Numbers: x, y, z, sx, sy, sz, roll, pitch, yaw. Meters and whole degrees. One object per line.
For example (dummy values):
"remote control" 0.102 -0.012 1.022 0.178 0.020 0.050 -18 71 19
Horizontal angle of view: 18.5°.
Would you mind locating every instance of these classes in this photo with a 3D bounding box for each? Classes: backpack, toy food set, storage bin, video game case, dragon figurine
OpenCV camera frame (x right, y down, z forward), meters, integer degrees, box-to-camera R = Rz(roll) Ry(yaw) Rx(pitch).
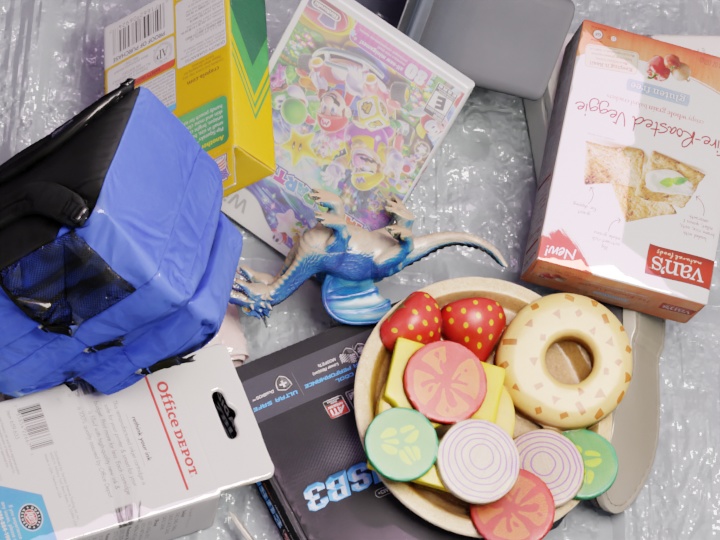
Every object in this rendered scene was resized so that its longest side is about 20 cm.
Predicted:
"backpack" -0.196 0.003 1.520 0.168 0.200 0.163 51 30 -22
"toy food set" 0.093 0.098 1.580 0.199 0.049 0.198 16 69 -8
"storage bin" 0.077 -0.194 1.728 0.134 0.200 0.146 18 103 -12
"video game case" -0.021 -0.097 1.655 0.143 0.200 0.018 35 28 8
"dragon figurine" 0.000 0.000 1.633 0.199 0.100 0.059 6 32 -16

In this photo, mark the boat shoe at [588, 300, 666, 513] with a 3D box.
"boat shoe" 0.186 0.091 1.675 0.063 0.073 0.200 -7 60 35

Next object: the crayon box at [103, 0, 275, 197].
"crayon box" -0.128 -0.115 1.640 0.052 0.126 0.200 33 43 -45

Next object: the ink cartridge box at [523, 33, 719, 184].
"ink cartridge box" 0.239 -0.109 1.764 0.199 0.083 0.147 -1 63 -12

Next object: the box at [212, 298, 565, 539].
"box" 0.022 0.132 1.614 0.200 0.050 0.199 -21 67 -20

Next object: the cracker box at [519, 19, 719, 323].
"cracker box" 0.206 -0.074 1.662 0.134 0.058 0.201 14 72 -6

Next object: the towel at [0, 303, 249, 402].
"towel" -0.198 -0.002 1.652 0.190 0.032 0.200 -11 66 -17

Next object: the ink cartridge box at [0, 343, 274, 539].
"ink cartridge box" -0.174 0.137 1.560 0.199 0.067 0.116 -15 65 -18

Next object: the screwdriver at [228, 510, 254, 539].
"screwdriver" -0.036 0.249 1.548 0.200 0.028 0.029 49 36 12
